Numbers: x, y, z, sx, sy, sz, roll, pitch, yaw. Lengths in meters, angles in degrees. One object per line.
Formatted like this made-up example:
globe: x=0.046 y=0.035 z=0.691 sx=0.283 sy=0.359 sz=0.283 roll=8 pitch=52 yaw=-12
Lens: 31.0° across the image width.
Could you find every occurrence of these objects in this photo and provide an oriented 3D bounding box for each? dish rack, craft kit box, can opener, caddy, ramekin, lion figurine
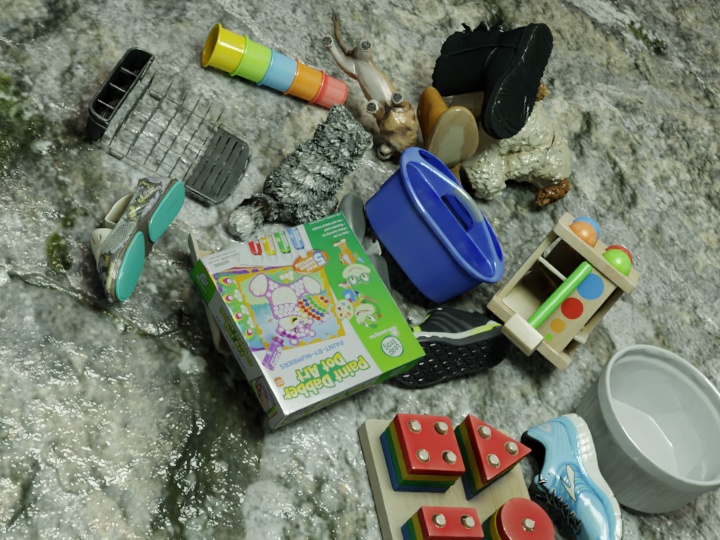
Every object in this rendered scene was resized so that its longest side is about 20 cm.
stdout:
dish rack: x=-0.225 y=-0.170 z=1.580 sx=0.199 sy=0.055 sz=0.154 roll=30 pitch=43 yaw=-8
craft kit box: x=-0.057 y=0.049 z=1.429 sx=0.199 sy=0.049 sz=0.198 roll=-21 pitch=75 yaw=-35
can opener: x=0.000 y=0.000 z=1.577 sx=0.066 sy=0.053 sz=0.201 roll=26 pitch=41 yaw=-40
caddy: x=0.101 y=-0.059 z=1.622 sx=0.200 sy=0.105 sz=0.141 roll=52 pitch=27 yaw=-7
ramekin: x=0.357 y=0.202 z=1.598 sx=0.199 sy=0.105 sz=0.201 roll=18 pitch=45 yaw=-19
lion figurine: x=0.017 y=-0.248 z=1.754 sx=0.201 sy=0.072 sz=0.122 roll=65 pitch=6 yaw=9

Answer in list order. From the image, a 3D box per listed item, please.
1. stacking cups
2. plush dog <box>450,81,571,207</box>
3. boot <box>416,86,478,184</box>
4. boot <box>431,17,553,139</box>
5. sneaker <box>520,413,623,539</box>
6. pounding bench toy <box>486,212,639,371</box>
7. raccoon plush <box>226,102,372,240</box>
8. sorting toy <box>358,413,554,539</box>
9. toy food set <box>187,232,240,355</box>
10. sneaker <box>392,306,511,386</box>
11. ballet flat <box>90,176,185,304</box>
stacking cups: x=-0.110 y=-0.272 z=1.743 sx=0.199 sy=0.061 sz=0.061 roll=16 pitch=46 yaw=-23
plush dog: x=0.237 y=-0.185 z=1.855 sx=0.172 sy=0.160 sz=0.201 roll=34 pitch=35 yaw=-39
boot: x=0.106 y=-0.194 z=1.731 sx=0.070 sy=0.202 sz=0.145 roll=-9 pitch=58 yaw=-5
boot: x=0.165 y=-0.260 z=1.786 sx=0.073 sy=0.162 sz=0.199 roll=44 pitch=61 yaw=-39
sneaker: x=0.238 y=0.264 z=1.504 sx=0.089 sy=0.079 sz=0.201 roll=-6 pitch=51 yaw=-15
pounding bench toy: x=0.253 y=0.022 z=1.597 sx=0.124 sy=0.156 sz=0.200 roll=41 pitch=15 yaw=6
raccoon plush: x=-0.062 y=-0.113 z=1.576 sx=0.097 sy=0.134 sz=0.200 roll=38 pitch=41 yaw=0
sorting toy: x=0.117 y=0.246 z=1.424 sx=0.198 sy=0.070 sz=0.201 roll=8 pitch=49 yaw=-29
toy food set: x=-0.094 y=0.022 z=1.490 sx=0.199 sy=0.060 sz=0.144 roll=3 pitch=51 yaw=-31
sneaker: x=0.091 y=0.086 z=1.569 sx=0.199 sy=0.072 sz=0.083 roll=-2 pitch=33 yaw=-38
ballet flat: x=-0.259 y=-0.036 z=1.440 sx=0.072 sy=0.072 sz=0.201 roll=30 pitch=42 yaw=-7
